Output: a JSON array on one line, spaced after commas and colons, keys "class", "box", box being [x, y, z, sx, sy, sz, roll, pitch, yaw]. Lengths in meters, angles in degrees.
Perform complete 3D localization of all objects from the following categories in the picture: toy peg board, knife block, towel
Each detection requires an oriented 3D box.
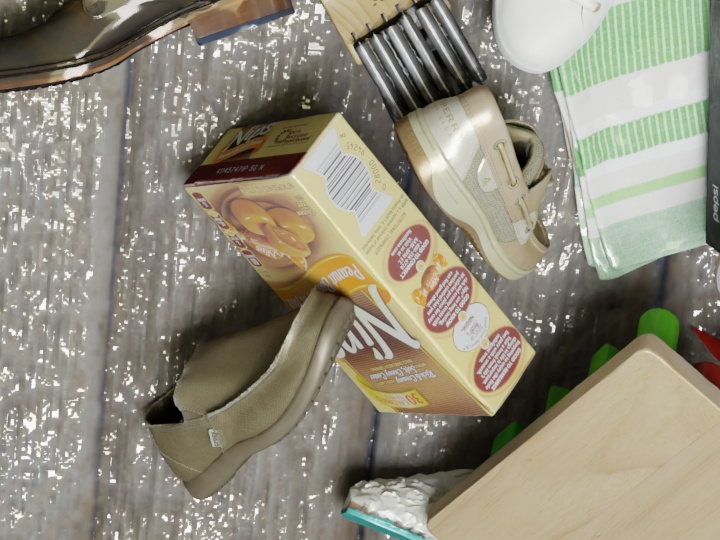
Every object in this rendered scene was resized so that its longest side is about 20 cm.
[{"class": "toy peg board", "box": [0.183, 0.136, 1.351, 0.199, 0.098, 0.200, 39, 123, -13]}, {"class": "knife block", "box": [0.002, -0.173, 1.260, 0.064, 0.176, 0.201, -30, 70, 2]}, {"class": "towel", "box": [0.193, -0.104, 1.339, 0.152, 0.023, 0.201, -18, 114, -4]}]

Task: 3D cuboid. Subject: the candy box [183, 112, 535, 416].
[{"class": "candy box", "box": [0.000, 0.000, 1.290, 0.200, 0.115, 0.055, 50, 62, -24]}]

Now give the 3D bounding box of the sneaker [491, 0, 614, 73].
[{"class": "sneaker", "box": [0.135, -0.203, 1.240, 0.072, 0.085, 0.201, 26, 99, -8]}]

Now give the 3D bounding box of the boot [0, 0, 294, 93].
[{"class": "boot", "box": [-0.145, -0.162, 1.233, 0.199, 0.075, 0.098, -16, 97, -5]}]

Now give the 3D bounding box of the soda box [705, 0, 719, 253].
[{"class": "soda box", "box": [0.250, -0.100, 1.301, 0.063, 0.071, 0.201, -12, 115, -18]}]

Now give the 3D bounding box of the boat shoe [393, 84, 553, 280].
[{"class": "boat shoe", "box": [0.082, -0.052, 1.265, 0.065, 0.072, 0.200, -31, 154, 9]}]

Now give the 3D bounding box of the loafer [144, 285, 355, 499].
[{"class": "loafer", "box": [-0.072, 0.070, 1.298, 0.067, 0.076, 0.200, 35, 133, -8]}]

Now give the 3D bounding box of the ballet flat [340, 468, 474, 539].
[{"class": "ballet flat", "box": [0.076, 0.167, 1.416, 0.199, 0.072, 0.072, 28, 105, -23]}]

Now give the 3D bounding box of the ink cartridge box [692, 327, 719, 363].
[{"class": "ink cartridge box", "box": [0.310, 0.082, 1.345, 0.159, 0.200, 0.047, 25, 101, -20]}]

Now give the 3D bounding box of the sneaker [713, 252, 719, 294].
[{"class": "sneaker", "box": [0.317, 0.000, 1.270, 0.199, 0.109, 0.070, -17, 121, -18]}]
